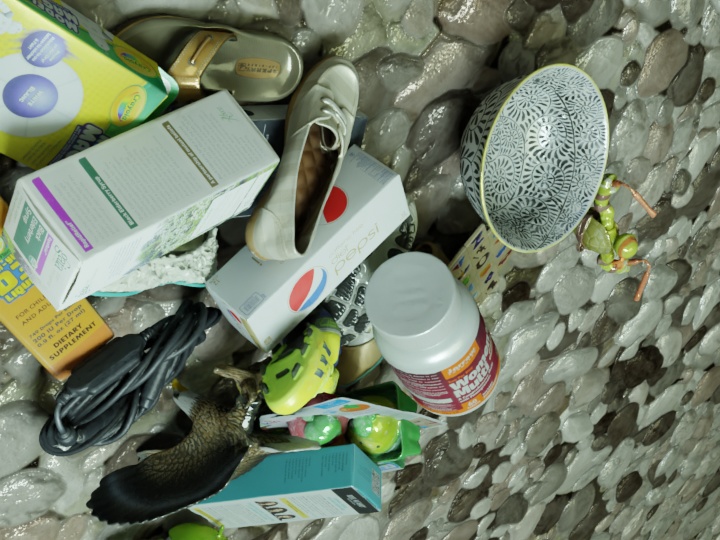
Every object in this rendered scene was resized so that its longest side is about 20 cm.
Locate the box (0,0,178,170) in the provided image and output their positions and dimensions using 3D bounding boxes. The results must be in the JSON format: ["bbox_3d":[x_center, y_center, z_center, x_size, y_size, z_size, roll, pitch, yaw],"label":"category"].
[{"bbox_3d":[-0.236,-0.136,0.730,0.117,0.049,0.200,-41,140,19],"label":"box"}]

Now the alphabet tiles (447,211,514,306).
[{"bbox_3d":[0.124,0.018,1.174,0.167,0.006,0.200,-51,159,-7],"label":"alphabet tiles"}]

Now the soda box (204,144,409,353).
[{"bbox_3d":[-0.046,-0.021,0.933,0.200,0.064,0.068,-44,149,-15],"label":"soda box"}]

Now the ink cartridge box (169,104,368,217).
[{"bbox_3d":[-0.088,-0.102,0.925,0.199,0.039,0.100,-9,125,-37],"label":"ink cartridge box"}]

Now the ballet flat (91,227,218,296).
[{"bbox_3d":[-0.184,-0.020,0.854,0.072,0.072,0.200,-61,163,12],"label":"ballet flat"}]

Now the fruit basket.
[{"bbox_3d":[-0.031,0.177,1.091,0.184,0.094,0.199,-18,161,33],"label":"fruit basket"}]

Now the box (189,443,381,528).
[{"bbox_3d":[-0.083,0.236,1.078,0.199,0.049,0.082,-11,146,19],"label":"box"}]

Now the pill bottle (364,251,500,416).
[{"bbox_3d":[0.075,0.067,1.021,0.110,0.110,0.200,-44,148,-7],"label":"pill bottle"}]

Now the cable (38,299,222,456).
[{"bbox_3d":[-0.204,0.102,0.920,0.200,0.051,0.163,-41,166,-29],"label":"cable"}]

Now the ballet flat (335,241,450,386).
[{"bbox_3d":[0.024,0.043,1.119,0.200,0.068,0.063,-45,131,-20],"label":"ballet flat"}]

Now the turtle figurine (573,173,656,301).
[{"bbox_3d":[0.278,-0.049,1.197,0.064,0.161,0.200,-38,138,-13],"label":"turtle figurine"}]

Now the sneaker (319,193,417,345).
[{"bbox_3d":[0.000,0.000,1.056,0.077,0.085,0.200,36,114,-8],"label":"sneaker"}]

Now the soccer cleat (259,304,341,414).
[{"bbox_3d":[-0.046,0.092,0.952,0.064,0.200,0.084,-31,104,12],"label":"soccer cleat"}]

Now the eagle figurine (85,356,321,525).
[{"bbox_3d":[-0.152,0.172,0.978,0.151,0.151,0.200,31,101,-34],"label":"eagle figurine"}]

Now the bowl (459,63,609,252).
[{"bbox_3d":[0.170,-0.128,1.082,0.200,0.094,0.202,-15,114,-35],"label":"bowl"}]

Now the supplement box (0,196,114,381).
[{"bbox_3d":[-0.283,0.002,0.806,0.066,0.069,0.200,-41,137,-13],"label":"supplement box"}]

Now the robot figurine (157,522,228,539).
[{"bbox_3d":[-0.213,0.364,1.098,0.200,0.116,0.176,-40,144,-12],"label":"robot figurine"}]

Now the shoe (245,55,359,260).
[{"bbox_3d":[-0.039,-0.099,0.883,0.070,0.053,0.201,30,75,-39],"label":"shoe"}]

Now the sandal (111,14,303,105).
[{"bbox_3d":[-0.128,-0.165,0.827,0.199,0.054,0.081,-6,123,-33],"label":"sandal"}]

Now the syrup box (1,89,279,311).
[{"bbox_3d":[-0.167,-0.058,0.769,0.200,0.082,0.079,-33,170,-39],"label":"syrup box"}]
